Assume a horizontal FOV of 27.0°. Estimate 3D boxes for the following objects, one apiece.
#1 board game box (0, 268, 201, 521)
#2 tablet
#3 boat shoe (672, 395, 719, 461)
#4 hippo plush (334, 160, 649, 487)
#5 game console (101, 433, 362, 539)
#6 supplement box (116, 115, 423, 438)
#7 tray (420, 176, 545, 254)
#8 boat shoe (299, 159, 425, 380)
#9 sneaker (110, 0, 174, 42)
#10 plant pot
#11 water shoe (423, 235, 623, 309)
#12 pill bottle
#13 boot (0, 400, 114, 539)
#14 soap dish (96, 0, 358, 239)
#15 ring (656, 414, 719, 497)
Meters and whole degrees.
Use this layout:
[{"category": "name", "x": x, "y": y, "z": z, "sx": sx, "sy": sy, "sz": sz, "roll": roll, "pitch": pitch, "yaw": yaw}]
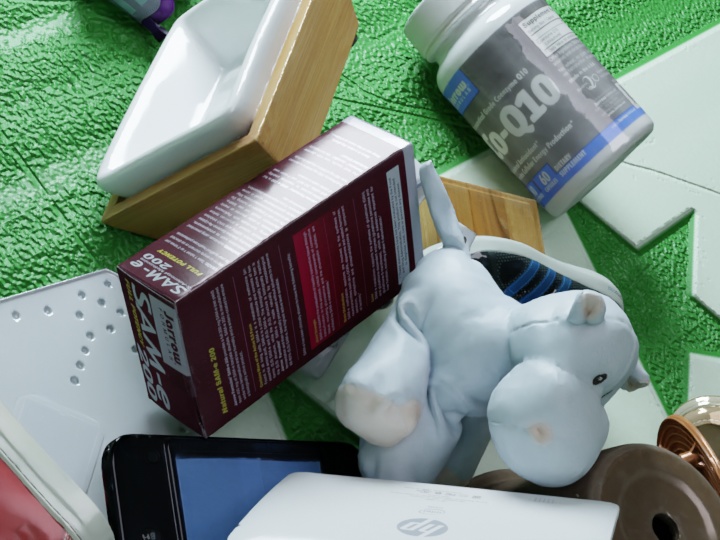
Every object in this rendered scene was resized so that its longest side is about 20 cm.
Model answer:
[{"category": "board game box", "x": -0.188, "y": 0.111, "z": 0.899, "sx": 0.199, "sy": 0.026, "sz": 0.201, "roll": -18, "pitch": 70, "yaw": -40}, {"category": "tablet", "x": 0.038, "y": 0.140, "z": 0.827, "sx": 0.198, "sy": 0.014, "sz": 0.130, "roll": 3, "pitch": 11, "yaw": 14}, {"category": "boat shoe", "x": 0.325, "y": 0.167, "z": 1.154, "sx": 0.199, "sy": 0.074, "sz": 0.070, "roll": 30, "pitch": 42, "yaw": -12}, {"category": "hippo plush", "x": 0.098, "y": 0.065, "z": 0.934, "sx": 0.160, "sy": 0.159, "sz": 0.201, "roll": 55, "pitch": 52, "yaw": -50}, {"category": "game console", "x": -0.031, "y": 0.164, "z": 0.870, "sx": 0.199, "sy": 0.118, "sz": 0.174, "roll": 8, "pitch": 61, "yaw": -40}, {"category": "supplement box", "x": -0.050, "y": 0.000, "z": 0.938, "sx": 0.061, "sy": 0.110, "sz": 0.199, "roll": 27, "pitch": 49, "yaw": 37}, {"category": "tray", "x": 0.099, "y": 0.027, "z": 1.134, "sx": 0.098, "sy": 0.037, "sz": 0.202, "roll": 12, "pitch": 53, "yaw": -26}, {"category": "boat shoe", "x": 0.000, "y": 0.000, "z": 1.074, "sx": 0.065, "sy": 0.074, "sz": 0.200, "roll": 44, "pitch": 57, "yaw": -5}, {"category": "sneaker", "x": -0.138, "y": -0.261, "z": 1.171, "sx": 0.088, "sy": 0.074, "sz": 0.201, "roll": 44, "pitch": 55, "yaw": -17}, {"category": "plant pot", "x": 0.145, "y": 0.197, "z": 0.952, "sx": 0.199, "sy": 0.175, "sz": 0.202, "roll": 17, "pitch": 51, "yaw": -23}, {"category": "water shoe", "x": 0.116, "y": 0.031, "z": 1.063, "sx": 0.198, "sy": 0.072, "sz": 0.080, "roll": 10, "pitch": 53, "yaw": -31}, {"category": "pill bottle", "x": 0.134, "y": -0.153, "z": 1.227, "sx": 0.200, "sy": 0.114, "sz": 0.114, "roll": 48, "pitch": 47, "yaw": 6}, {"category": "boot", "x": -0.248, "y": 0.121, "z": 0.796, "sx": 0.200, "sy": 0.073, "sz": 0.144, "roll": 44, "pitch": 61, "yaw": 14}, {"category": "soap dish", "x": -0.087, "y": -0.119, "z": 1.041, "sx": 0.081, "sy": 0.157, "sz": 0.201, "roll": 43, "pitch": 44, "yaw": -28}, {"category": "ring", "x": 0.236, "y": 0.196, "z": 1.013, "sx": 0.019, "sy": 0.201, "sz": 0.202, "roll": -17, "pitch": 66, "yaw": -4}]
